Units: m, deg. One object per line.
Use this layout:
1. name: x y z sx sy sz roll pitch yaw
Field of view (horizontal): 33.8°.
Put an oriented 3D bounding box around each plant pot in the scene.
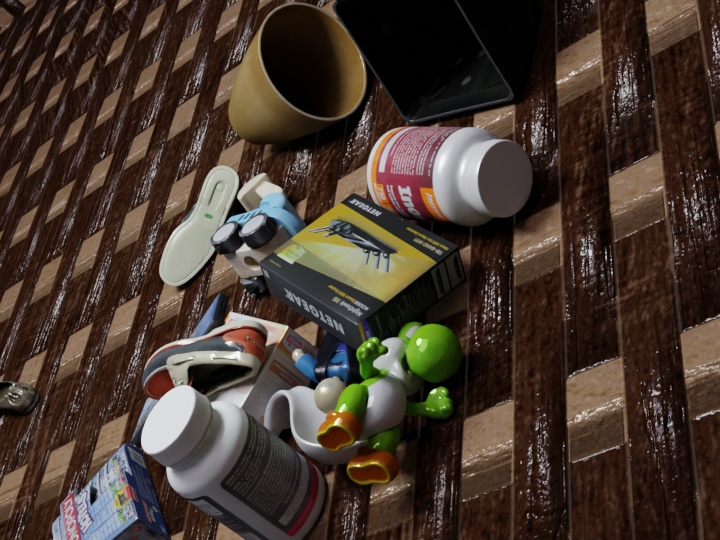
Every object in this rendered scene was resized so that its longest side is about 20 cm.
1. plant pot: 0.118 -0.341 1.554 0.198 0.201 0.178 -7 39 48
2. plant pot: -0.119 -0.276 1.806 0.199 0.185 0.189 -29 35 52

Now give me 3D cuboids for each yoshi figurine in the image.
1. yoshi figurine: 0.043 0.119 1.227 0.110 0.114 0.201 18 44 17

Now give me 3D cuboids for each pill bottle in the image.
1. pill bottle: -0.138 0.212 1.278 0.110 0.200 0.112 -30 36 25
2. pill bottle: 0.104 -0.112 1.393 0.199 0.113 0.114 9 64 55

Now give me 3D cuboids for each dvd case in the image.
1. dvd case: -0.240 0.130 1.588 0.201 0.017 0.143 -55 10 10

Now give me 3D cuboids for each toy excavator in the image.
1. toy excavator: -0.130 -0.069 1.679 0.193 0.100 0.201 -10 36 44

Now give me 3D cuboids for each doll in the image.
1. doll: -0.017 0.088 1.360 0.134 0.049 0.202 -6 39 19

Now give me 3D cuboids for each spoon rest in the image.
1. spoon rest: -0.051 0.170 1.328 0.199 0.098 0.062 8 106 57

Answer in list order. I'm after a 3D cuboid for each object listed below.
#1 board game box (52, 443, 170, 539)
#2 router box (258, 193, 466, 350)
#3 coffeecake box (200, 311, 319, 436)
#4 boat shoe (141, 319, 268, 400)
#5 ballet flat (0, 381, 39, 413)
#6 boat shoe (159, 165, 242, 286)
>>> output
1. board game box: -0.351 0.346 1.536 0.200 0.062 0.200 -47 32 4
2. router box: 0.000 0.000 1.378 0.157 0.053 0.199 -37 40 -22
3. coffeecake box: -0.154 0.162 1.470 0.153 0.073 0.202 9 64 56
4. boat shoe: -0.193 0.121 1.430 0.198 0.071 0.063 -23 42 30
5. ballet flat: -0.610 0.212 2.013 0.198 0.046 0.068 -4 53 50
6. boat shoe: -0.243 -0.064 1.843 0.202 0.071 0.068 -61 -4 -5
